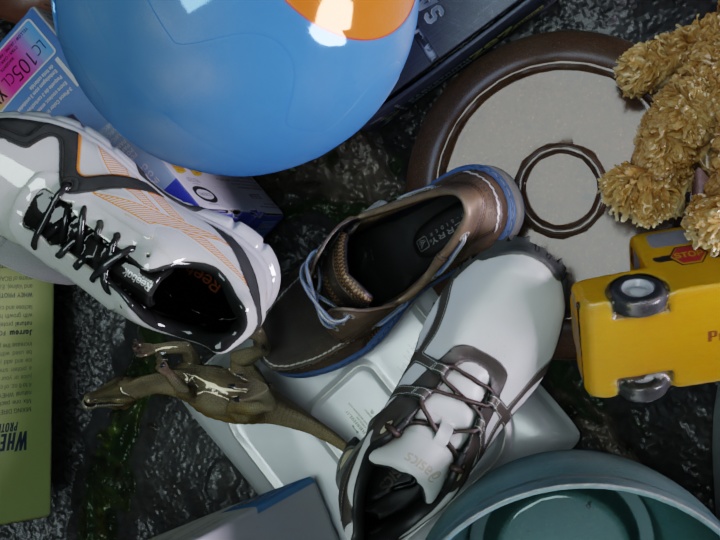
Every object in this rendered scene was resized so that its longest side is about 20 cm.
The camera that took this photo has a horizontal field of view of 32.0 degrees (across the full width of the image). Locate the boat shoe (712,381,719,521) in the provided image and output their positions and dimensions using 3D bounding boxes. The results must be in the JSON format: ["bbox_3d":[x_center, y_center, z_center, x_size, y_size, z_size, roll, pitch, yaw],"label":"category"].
[{"bbox_3d":[0.239,0.136,0.712,0.063,0.071,0.202,-2,90,3],"label":"boat shoe"}]

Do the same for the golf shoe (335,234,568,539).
[{"bbox_3d":[0.052,0.077,0.689,0.077,0.095,0.201,28,110,-2],"label":"golf shoe"}]

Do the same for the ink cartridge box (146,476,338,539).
[{"bbox_3d":[-0.113,0.240,0.765,0.199,0.146,0.147,-25,85,26],"label":"ink cartridge box"}]

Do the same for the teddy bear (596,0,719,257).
[{"bbox_3d":[0.207,-0.100,0.679,0.200,0.067,0.145,-47,48,-1],"label":"teddy bear"}]

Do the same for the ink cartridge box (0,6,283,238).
[{"bbox_3d":[-0.135,-0.061,0.787,0.076,0.136,0.200,-45,78,14],"label":"ink cartridge box"}]

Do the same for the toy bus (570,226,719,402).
[{"bbox_3d":[0.212,0.012,0.679,0.198,0.079,0.066,-9,121,3],"label":"toy bus"}]

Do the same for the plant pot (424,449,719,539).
[{"bbox_3d":[0.118,0.183,0.698,0.198,0.134,0.202,1,106,4],"label":"plant pot"}]

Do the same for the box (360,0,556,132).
[{"bbox_3d":[0.012,-0.212,0.784,0.157,0.051,0.201,-34,81,16],"label":"box"}]

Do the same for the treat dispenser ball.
[{"bbox_3d":[-0.067,-0.152,0.680,0.199,0.201,0.203,0,91,17],"label":"treat dispenser ball"}]

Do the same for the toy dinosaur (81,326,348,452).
[{"bbox_3d":[-0.072,0.076,0.770,0.198,0.101,0.059,14,58,4],"label":"toy dinosaur"}]

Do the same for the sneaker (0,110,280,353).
[{"bbox_3d":[-0.133,-0.021,0.665,0.199,0.080,0.074,24,110,-10],"label":"sneaker"}]

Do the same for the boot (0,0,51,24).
[{"bbox_3d":[-0.255,-0.247,0.798,0.198,0.068,0.190,1,90,-27],"label":"boot"}]

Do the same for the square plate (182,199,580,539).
[{"bbox_3d":[0.003,0.093,0.802,0.198,0.028,0.200,-43,79,14],"label":"square plate"}]

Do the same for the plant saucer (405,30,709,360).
[{"bbox_3d":[0.122,-0.047,0.752,0.198,0.034,0.202,-1,87,12],"label":"plant saucer"}]

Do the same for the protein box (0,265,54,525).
[{"bbox_3d":[-0.315,0.063,0.798,0.134,0.198,0.202,1,91,38],"label":"protein box"}]

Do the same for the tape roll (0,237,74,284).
[{"bbox_3d":[-0.231,-0.075,0.784,0.037,0.203,0.203,-45,78,12],"label":"tape roll"}]

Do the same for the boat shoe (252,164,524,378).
[{"bbox_3d":[0.000,0.000,0.738,0.200,0.072,0.073,-39,74,26],"label":"boat shoe"}]
